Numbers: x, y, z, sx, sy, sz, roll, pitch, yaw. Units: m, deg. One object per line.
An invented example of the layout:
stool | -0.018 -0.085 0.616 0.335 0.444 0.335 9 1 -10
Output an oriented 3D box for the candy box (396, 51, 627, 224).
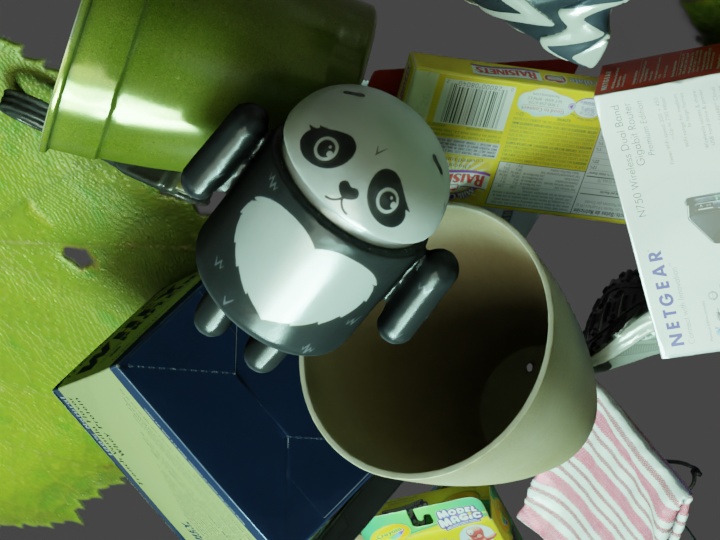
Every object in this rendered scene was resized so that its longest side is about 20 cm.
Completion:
candy box | 0.116 -0.086 1.494 0.198 0.027 0.103 7 128 -16

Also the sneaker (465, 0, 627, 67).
sneaker | 0.115 -0.217 1.389 0.129 0.080 0.199 18 151 -2

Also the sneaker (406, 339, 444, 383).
sneaker | 0.000 0.000 1.684 0.200 0.112 0.078 50 130 6

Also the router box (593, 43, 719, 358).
router box | 0.261 -0.050 1.451 0.178 0.049 0.201 -10 116 19

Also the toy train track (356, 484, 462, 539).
toy train track | 0.051 0.210 1.931 0.114 0.033 0.200 19 135 -18

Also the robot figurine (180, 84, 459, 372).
robot figurine | -0.028 -0.026 1.438 0.149 0.125 0.200 11 131 -38

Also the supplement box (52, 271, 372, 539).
supplement box | -0.109 0.115 1.763 0.200 0.134 0.200 50 158 -7

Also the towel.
towel | 0.190 0.184 1.770 0.146 0.030 0.201 49 149 29

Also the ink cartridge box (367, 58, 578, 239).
ink cartridge box | 0.056 -0.062 1.550 0.161 0.057 0.200 -6 152 -24

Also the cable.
cable | -0.181 -0.102 1.726 0.199 0.051 0.097 26 179 25

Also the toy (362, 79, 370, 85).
toy | -0.021 -0.089 1.631 0.199 0.047 0.116 16 144 15

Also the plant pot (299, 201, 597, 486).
plant pot | 0.087 0.072 1.552 0.186 0.189 0.200 0 164 29

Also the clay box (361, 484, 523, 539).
clay box | 0.081 0.246 1.909 0.114 0.048 0.201 -13 134 16

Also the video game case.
video game case | -0.031 0.189 1.826 0.180 0.200 0.026 -27 103 45

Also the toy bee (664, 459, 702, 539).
toy bee | 0.280 0.259 1.784 0.199 0.109 0.131 31 122 -24

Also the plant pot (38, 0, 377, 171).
plant pot | -0.096 -0.147 1.517 0.192 0.201 0.201 18 142 -6

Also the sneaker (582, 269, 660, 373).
sneaker | 0.228 0.033 1.610 0.079 0.074 0.200 36 140 -19
